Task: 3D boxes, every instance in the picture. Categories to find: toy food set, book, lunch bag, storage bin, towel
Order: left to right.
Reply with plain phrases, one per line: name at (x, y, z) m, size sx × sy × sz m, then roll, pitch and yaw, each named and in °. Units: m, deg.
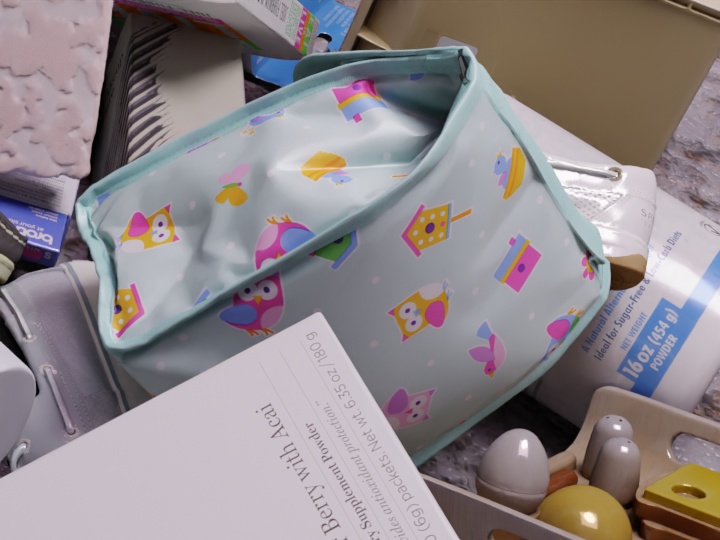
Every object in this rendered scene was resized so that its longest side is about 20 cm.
towel at (-0.211, -0.141, 0.979) m, size 0.198 × 0.192 × 0.032 m, roll 5°, pitch 21°, yaw -12°
book at (-0.103, -0.157, 1.154) m, size 0.133 × 0.048 × 0.200 m, roll 14°, pitch 0°, yaw 10°
lunch bag at (0.000, 0.000, 0.939) m, size 0.171 × 0.199 × 0.122 m, roll 52°, pitch 10°, yaw -43°
storage bin at (0.088, -0.121, 1.215) m, size 0.197 × 0.201 × 0.094 m, roll 20°, pitch 36°, yaw -9°
toy food set at (0.124, 0.099, 0.948) m, size 0.143 × 0.061 × 0.200 m, roll 19°, pitch 19°, yaw 29°

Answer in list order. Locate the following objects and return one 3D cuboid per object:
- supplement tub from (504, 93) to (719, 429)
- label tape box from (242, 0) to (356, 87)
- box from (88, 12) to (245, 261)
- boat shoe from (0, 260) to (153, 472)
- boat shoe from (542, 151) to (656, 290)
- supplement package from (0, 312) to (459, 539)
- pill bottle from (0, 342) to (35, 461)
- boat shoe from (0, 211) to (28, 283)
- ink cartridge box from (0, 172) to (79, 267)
supplement tub at (0.106, 0.000, 1.124) m, size 0.199 × 0.132 × 0.132 m, roll 32°, pitch 33°, yaw 9°
label tape box at (-0.083, -0.201, 1.330) m, size 0.199 × 0.066 × 0.143 m, roll 28°, pitch 33°, yaw 6°
box at (-0.099, -0.043, 1.091) m, size 0.068 × 0.083 × 0.201 m, roll 13°, pitch 34°, yaw -16°
boat shoe at (-0.125, 0.078, 0.931) m, size 0.071 × 0.070 × 0.201 m, roll -11°, pitch 46°, yaw -15°
boat shoe at (0.048, -0.047, 1.039) m, size 0.198 × 0.071 × 0.070 m, roll 15°, pitch 75°, yaw 1°
supplement package at (-0.066, 0.132, 0.753) m, size 0.199 × 0.120 × 0.122 m, roll -28°, pitch 53°, yaw -8°
pill bottle at (-0.234, 0.012, 0.892) m, size 0.200 × 0.112 × 0.112 m, roll 38°, pitch 35°, yaw 18°
boat shoe at (-0.216, -0.080, 0.944) m, size 0.201 × 0.066 × 0.072 m, roll 45°, pitch -12°, yaw -15°
ink cartridge box at (-0.201, -0.069, 1.091) m, size 0.118 × 0.042 × 0.201 m, roll 16°, pitch 32°, yaw -11°
